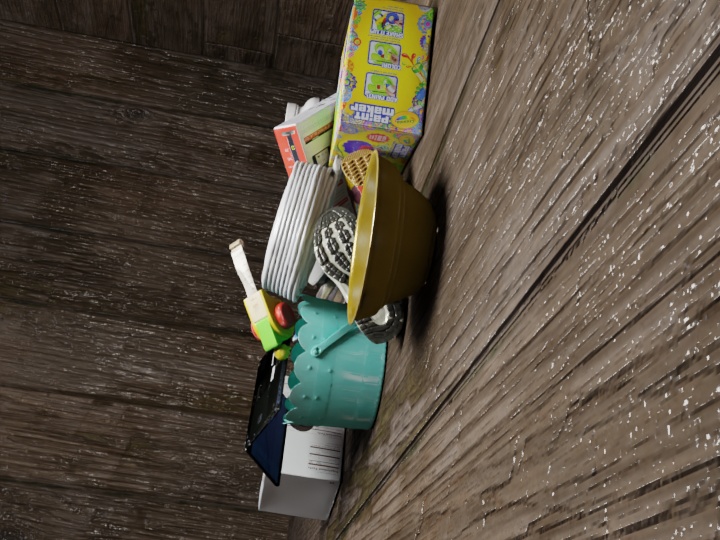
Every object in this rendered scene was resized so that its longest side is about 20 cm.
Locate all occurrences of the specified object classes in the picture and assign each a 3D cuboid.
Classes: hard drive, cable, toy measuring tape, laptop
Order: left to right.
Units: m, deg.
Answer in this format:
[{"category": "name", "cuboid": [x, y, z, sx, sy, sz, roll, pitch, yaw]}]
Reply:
[{"category": "toy measuring tape", "cuboid": [-0.152, 0.047, 1.333, 0.074, 0.072, 0.204, 117, 132, -72]}, {"category": "laptop", "cuboid": [-0.128, 0.225, 1.393, 0.201, 0.102, 0.180, -51, 24, 38]}, {"category": "cable", "cuboid": [-0.090, -0.059, 1.220, 0.201, 0.068, 0.203, -73, 1, -55]}, {"category": "hard drive", "cuboid": [-0.029, -0.037, 1.449, 0.133, 0.027, 0.200, -53, -6, 8]}]

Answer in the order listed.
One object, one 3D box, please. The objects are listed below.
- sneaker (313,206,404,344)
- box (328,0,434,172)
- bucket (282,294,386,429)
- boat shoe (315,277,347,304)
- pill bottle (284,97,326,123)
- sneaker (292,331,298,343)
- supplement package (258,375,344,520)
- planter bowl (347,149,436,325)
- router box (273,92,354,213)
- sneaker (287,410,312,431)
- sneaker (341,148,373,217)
[{"category": "sneaker", "cuboid": [-0.004, 0.011, 1.126, 0.089, 0.076, 0.203, 61, -176, -74]}, {"category": "box", "cuboid": [0.028, -0.267, 1.252, 0.200, 0.119, 0.197, 121, 155, -76]}, {"category": "bucket", "cuboid": [-0.040, 0.141, 1.266, 0.207, 0.132, 0.212, -171, 90, -83]}, {"category": "boat shoe", "cuboid": [0.000, 0.000, 1.407, 0.201, 0.073, 0.074, -56, -8, 34]}, {"category": "pill bottle", "cuboid": [-0.042, -0.250, 1.526, 0.112, 0.195, 0.115, -171, 90, -85]}, {"category": "sneaker", "cuboid": [-0.059, 0.077, 1.501, 0.200, 0.077, 0.092, -39, -41, -57]}, {"category": "supplement package", "cuboid": [-0.113, 0.353, 1.653, 0.193, 0.144, 0.203, 105, 172, -50]}, {"category": "planter bowl", "cuboid": [0.040, -0.033, 0.971, 0.200, 0.081, 0.205, -172, 90, -85]}, {"category": "router box", "cuboid": [-0.043, -0.183, 1.378, 0.200, 0.048, 0.183, -40, -60, -48]}, {"category": "sneaker", "cuboid": [-0.068, 0.179, 1.470, 0.202, 0.071, 0.116, -83, 16, -59]}, {"category": "sneaker", "cuboid": [0.030, -0.080, 1.181, 0.091, 0.073, 0.202, 70, -178, -50]}]
